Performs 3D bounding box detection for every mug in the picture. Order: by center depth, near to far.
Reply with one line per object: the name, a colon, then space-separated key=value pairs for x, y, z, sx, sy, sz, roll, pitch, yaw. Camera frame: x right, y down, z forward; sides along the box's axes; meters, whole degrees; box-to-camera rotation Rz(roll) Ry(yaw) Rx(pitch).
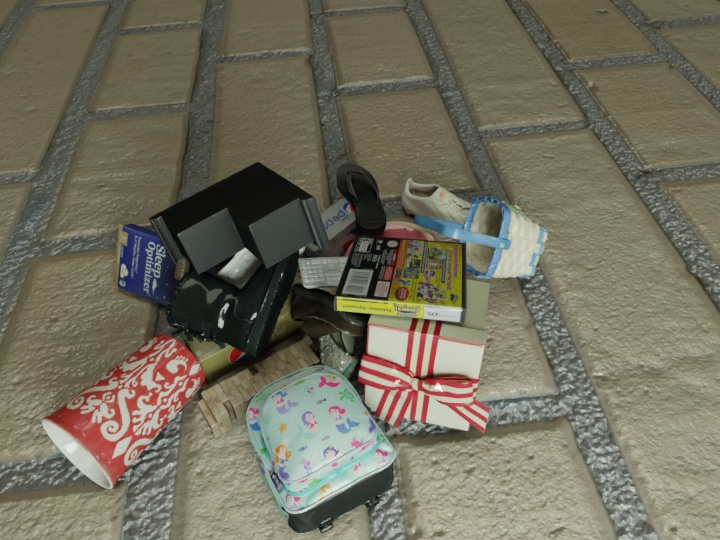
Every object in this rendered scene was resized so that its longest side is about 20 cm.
mug: x=-0.355 y=0.188 z=0.893 sx=0.177 sy=0.134 sz=0.200 roll=25 pitch=49 yaw=22

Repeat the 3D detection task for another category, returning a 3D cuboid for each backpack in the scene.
backpack: x=-0.064 y=0.229 z=0.833 sx=0.177 sy=0.151 sz=0.200 roll=-23 pitch=44 yaw=-17

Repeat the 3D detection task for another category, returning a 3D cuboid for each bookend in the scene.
bookend: x=-0.182 y=-0.057 z=0.900 sx=0.198 sy=0.092 sz=0.200 roll=-32 pitch=37 yaw=-19

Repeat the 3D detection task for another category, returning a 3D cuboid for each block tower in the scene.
block tower: x=-0.151 y=0.180 z=0.941 sx=0.199 sy=0.054 sz=0.058 roll=-28 pitch=52 yaw=-22

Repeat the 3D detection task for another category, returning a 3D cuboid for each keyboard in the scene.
keyboard: x=0.000 y=0.000 z=0.972 sx=0.199 sy=0.011 sz=0.057 roll=-2 pitch=58 yaw=-19

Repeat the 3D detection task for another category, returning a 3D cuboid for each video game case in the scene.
video game case: x=0.066 y=0.006 z=0.891 sx=0.180 sy=0.026 sz=0.200 roll=5 pitch=30 yaw=7

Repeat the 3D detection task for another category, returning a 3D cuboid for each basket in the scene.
basket: x=0.209 y=-0.063 z=1.064 sx=0.199 sy=0.140 sz=0.176 roll=7 pitch=12 yaw=-17

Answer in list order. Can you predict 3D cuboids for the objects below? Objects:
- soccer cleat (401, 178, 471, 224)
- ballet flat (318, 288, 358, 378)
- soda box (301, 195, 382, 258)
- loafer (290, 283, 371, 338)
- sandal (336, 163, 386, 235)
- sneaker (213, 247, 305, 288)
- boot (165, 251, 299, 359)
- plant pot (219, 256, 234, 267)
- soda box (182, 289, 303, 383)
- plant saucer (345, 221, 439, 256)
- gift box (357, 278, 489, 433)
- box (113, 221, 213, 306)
soccer cleat: x=0.174 y=-0.128 z=1.205 sx=0.199 sy=0.078 sz=0.069 roll=19 pitch=50 yaw=19
ballet flat: x=-0.042 y=0.092 z=1.008 sx=0.071 sy=0.072 sz=0.201 roll=-13 pitch=50 yaw=-10
soda box: x=-0.042 y=-0.083 z=1.181 sx=0.068 sy=0.064 sz=0.200 roll=31 pitch=55 yaw=27
loafer: x=-0.049 y=0.073 z=0.927 sx=0.073 sy=0.072 sz=0.200 roll=13 pitch=2 yaw=-30
sandal: x=0.006 y=-0.151 z=1.170 sx=0.076 sy=0.043 sz=0.201 roll=-14 pitch=48 yaw=-13
sneaker: x=-0.177 y=0.000 z=1.048 sx=0.200 sy=0.146 sz=0.081 roll=-37 pitch=86 yaw=-1
boot: x=-0.201 y=0.032 z=0.941 sx=0.162 sy=0.073 sz=0.199 roll=18 pitch=79 yaw=12
plant pot: x=-0.210 y=-0.058 z=1.089 sx=0.200 sy=0.201 sz=0.093 roll=-11 pitch=66 yaw=-8
soda box: x=-0.189 y=0.102 z=1.011 sx=0.199 sy=0.064 sz=0.068 roll=-29 pitch=51 yaw=-22
plant saucer: x=0.068 y=-0.026 z=1.131 sx=0.199 sy=0.051 sz=0.201 roll=-1 pitch=45 yaw=1
gift box: x=0.105 y=0.131 z=0.894 sx=0.183 sy=0.201 sz=0.187 roll=5 pitch=31 yaw=13
box: x=-0.357 y=-0.002 z=1.082 sx=0.199 sy=0.122 sz=0.032 roll=18 pitch=17 yaw=18
